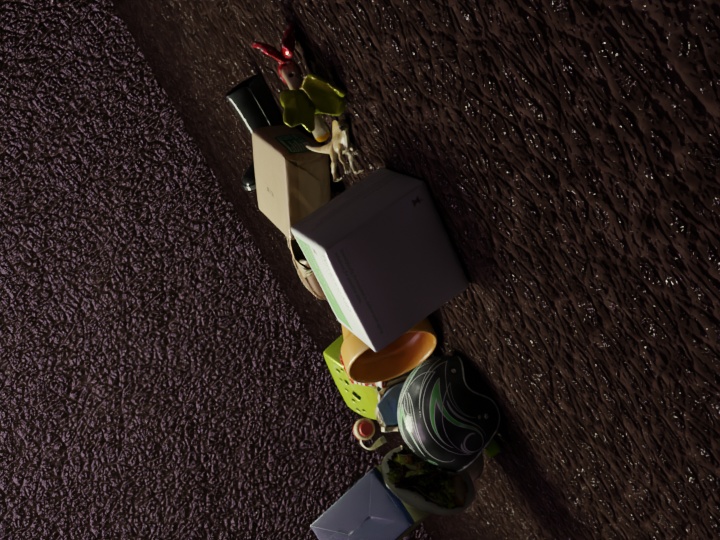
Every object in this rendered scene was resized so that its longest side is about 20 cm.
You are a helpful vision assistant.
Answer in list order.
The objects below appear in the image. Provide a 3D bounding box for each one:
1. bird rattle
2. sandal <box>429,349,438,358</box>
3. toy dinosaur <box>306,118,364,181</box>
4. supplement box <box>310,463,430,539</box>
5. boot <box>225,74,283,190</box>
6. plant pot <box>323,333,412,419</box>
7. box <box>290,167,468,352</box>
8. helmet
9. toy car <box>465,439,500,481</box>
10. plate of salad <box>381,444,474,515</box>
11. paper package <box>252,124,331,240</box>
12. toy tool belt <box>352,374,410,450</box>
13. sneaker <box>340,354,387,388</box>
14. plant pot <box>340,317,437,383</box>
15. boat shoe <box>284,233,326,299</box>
[{"bbox_3d":[-0.109,-0.305,1.410,0.201,0.112,0.164,52,174,31],"label":"bird rattle"},{"bbox_3d":[0.109,0.137,1.810,0.201,0.045,0.075,53,168,20],"label":"sandal"},{"bbox_3d":[-0.038,-0.220,1.504,0.104,0.057,0.199,72,161,1],"label":"toy dinosaur"},{"bbox_3d":[0.039,0.508,1.728,0.135,0.200,0.199,51,-160,17],"label":"supplement box"},{"bbox_3d":[-0.238,-0.305,1.825,0.065,0.165,0.203,12,138,45],"label":"boot"},{"bbox_3d":[0.058,0.237,1.946,0.180,0.198,0.203,31,153,49],"label":"plant pot"},{"bbox_3d":[0.031,-0.022,1.331,0.202,0.198,0.171,63,165,-24],"label":"box"},{"bbox_3d":[0.164,0.278,1.643,0.190,0.201,0.200,40,169,-4],"label":"helmet"},{"bbox_3d":[0.215,0.402,1.838,0.159,0.163,0.200,52,180,21],"label":"toy car"},{"bbox_3d":[0.138,0.409,1.654,0.200,0.196,0.049,45,129,45],"label":"plate of salad"},{"bbox_3d":[-0.147,-0.191,1.743,0.200,0.101,0.195,42,141,53],"label":"paper package"},{"bbox_3d":[0.080,0.303,1.782,0.127,0.196,0.123,63,163,7],"label":"toy tool belt"},{"bbox_3d":[0.012,0.160,1.836,0.079,0.112,0.204,78,-162,-52],"label":"sneaker"},{"bbox_3d":[0.038,0.101,1.713,0.202,0.196,0.186,77,173,-60],"label":"plant pot"},{"bbox_3d":[-0.117,-0.021,1.833,0.072,0.074,0.203,-102,-14,-72],"label":"boat shoe"}]
